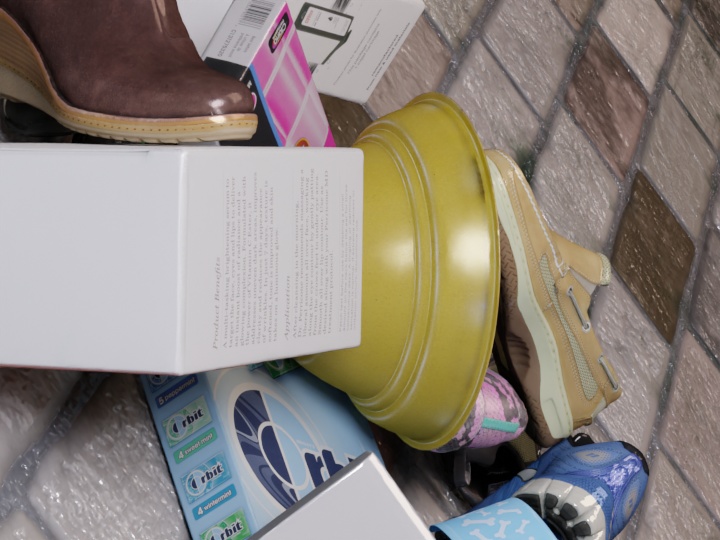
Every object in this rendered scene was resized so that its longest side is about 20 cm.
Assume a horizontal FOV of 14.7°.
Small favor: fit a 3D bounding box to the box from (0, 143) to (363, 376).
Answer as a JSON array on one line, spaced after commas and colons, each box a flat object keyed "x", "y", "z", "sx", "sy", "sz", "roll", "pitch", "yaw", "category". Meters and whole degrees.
[{"x": -0.106, "y": -0.010, "z": 1.389, "sx": 0.200, "sy": 0.152, "sz": 0.107, "roll": -6, "pitch": 97, "yaw": -65, "category": "box"}]

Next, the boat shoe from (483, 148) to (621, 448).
[{"x": 0.105, "y": 0.006, "z": 1.594, "sx": 0.072, "sy": 0.076, "sz": 0.200, "roll": 52, "pitch": -16, "yaw": 50, "category": "boat shoe"}]

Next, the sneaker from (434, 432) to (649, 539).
[{"x": 0.114, "y": 0.149, "z": 1.652, "sx": 0.089, "sy": 0.200, "sz": 0.079, "roll": -37, "pitch": 91, "yaw": -28, "category": "sneaker"}]

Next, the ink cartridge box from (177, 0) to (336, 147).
[{"x": -0.054, "y": -0.059, "z": 1.598, "sx": 0.095, "sy": 0.037, "sz": 0.200, "roll": -63, "pitch": 156, "yaw": -28, "category": "ink cartridge box"}]

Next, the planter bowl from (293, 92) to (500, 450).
[{"x": 0.000, "y": 0.000, "z": 1.553, "sx": 0.083, "sy": 0.201, "sz": 0.201, "roll": 0, "pitch": 52, "yaw": -22, "category": "planter bowl"}]

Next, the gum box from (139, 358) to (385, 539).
[{"x": -0.039, "y": 0.118, "z": 1.539, "sx": 0.170, "sy": 0.045, "sz": 0.200, "roll": 24, "pitch": 38, "yaw": -53, "category": "gum box"}]

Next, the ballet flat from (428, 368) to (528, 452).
[{"x": 0.041, "y": 0.067, "z": 1.656, "sx": 0.071, "sy": 0.069, "sz": 0.200, "roll": 18, "pitch": 6, "yaw": -25, "category": "ballet flat"}]

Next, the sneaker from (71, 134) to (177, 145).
[{"x": -0.115, "y": -0.078, "z": 1.625, "sx": 0.085, "sy": 0.078, "sz": 0.200, "roll": 43, "pitch": 19, "yaw": 14, "category": "sneaker"}]

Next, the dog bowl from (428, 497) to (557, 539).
[{"x": 0.085, "y": 0.186, "z": 1.538, "sx": 0.112, "sy": 0.049, "sz": 0.200, "roll": 57, "pitch": -11, "yaw": 14, "category": "dog bowl"}]

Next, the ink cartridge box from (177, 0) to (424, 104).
[{"x": -0.074, "y": -0.186, "z": 1.755, "sx": 0.146, "sy": 0.084, "sz": 0.200, "roll": 39, "pitch": 15, "yaw": 26, "category": "ink cartridge box"}]

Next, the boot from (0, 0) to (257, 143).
[{"x": -0.122, "y": -0.155, "z": 1.406, "sx": 0.072, "sy": 0.200, "sz": 0.167, "roll": -5, "pitch": 107, "yaw": -48, "category": "boot"}]

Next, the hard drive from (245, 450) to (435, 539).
[{"x": 0.009, "y": 0.210, "z": 1.414, "sx": 0.200, "sy": 0.132, "sz": 0.027, "roll": 55, "pitch": -8, "yaw": -7, "category": "hard drive"}]

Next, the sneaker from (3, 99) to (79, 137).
[{"x": -0.162, "y": -0.138, "z": 1.551, "sx": 0.200, "sy": 0.074, "sz": 0.089, "roll": -91, "pitch": 176, "yaw": -64, "category": "sneaker"}]

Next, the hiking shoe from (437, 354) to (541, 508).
[{"x": 0.082, "y": 0.108, "z": 1.793, "sx": 0.200, "sy": 0.076, "sz": 0.101, "roll": 26, "pitch": 64, "yaw": -66, "category": "hiking shoe"}]
